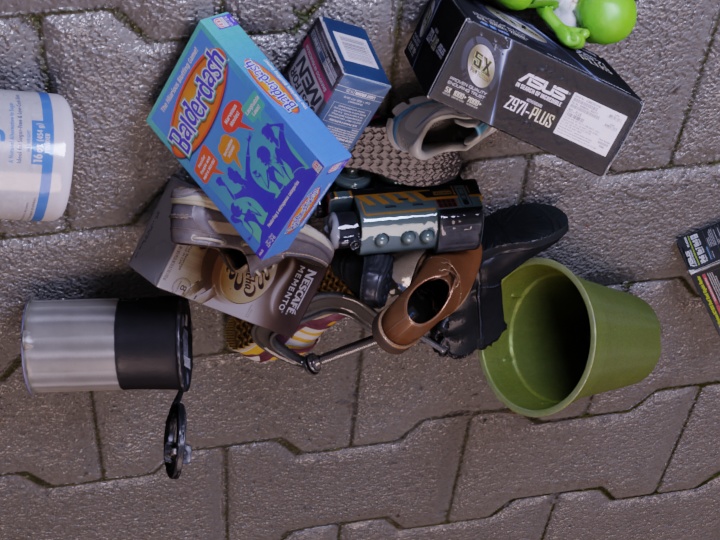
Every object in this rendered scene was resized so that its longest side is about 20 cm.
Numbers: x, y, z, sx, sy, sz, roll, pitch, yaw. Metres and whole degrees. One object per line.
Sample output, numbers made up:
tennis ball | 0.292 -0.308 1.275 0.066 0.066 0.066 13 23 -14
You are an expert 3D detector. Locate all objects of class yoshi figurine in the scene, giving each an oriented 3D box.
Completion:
yoshi figurine | 0.203 -0.279 1.545 0.200 0.112 0.112 20 126 -42

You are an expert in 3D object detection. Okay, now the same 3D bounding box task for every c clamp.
c clamp | -0.026 0.084 1.875 0.199 0.027 0.171 -17 139 33

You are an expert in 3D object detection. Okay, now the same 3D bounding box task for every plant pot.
plant pot | 0.287 0.089 2.020 0.190 0.201 0.200 5 142 -41

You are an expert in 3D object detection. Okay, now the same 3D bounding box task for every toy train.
toy train | 0.047 -0.068 1.759 0.199 0.114 0.085 -4 128 -14

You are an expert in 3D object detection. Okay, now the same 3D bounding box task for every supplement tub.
supplement tub | -0.393 -0.117 1.545 0.199 0.132 0.132 2 142 -22

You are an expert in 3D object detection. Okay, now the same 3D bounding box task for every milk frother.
milk frother | -0.294 0.138 1.848 0.187 0.201 0.181 -2 153 2

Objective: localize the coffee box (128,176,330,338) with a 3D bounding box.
coffee box | -0.144 -0.013 1.768 0.200 0.080 0.113 23 96 -38

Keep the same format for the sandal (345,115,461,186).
sandal | 0.015 -0.141 1.722 0.199 0.045 0.075 8 116 -7

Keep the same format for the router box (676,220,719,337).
router box | 0.516 0.000 2.057 0.149 0.062 0.200 -23 143 12

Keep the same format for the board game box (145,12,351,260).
board game box | -0.116 -0.133 1.563 0.045 0.200 0.152 -26 159 -45

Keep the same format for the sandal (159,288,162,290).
sandal | -0.159 -0.002 1.851 0.200 0.043 0.076 13 108 -32

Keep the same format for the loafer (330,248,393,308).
loafer | 0.000 0.000 1.802 0.070 0.201 0.068 10 101 -4

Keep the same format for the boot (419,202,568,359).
boot | 0.162 0.017 1.904 0.198 0.073 0.163 -20 132 -18

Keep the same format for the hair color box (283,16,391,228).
hair color box | -0.052 -0.151 1.613 0.060 0.100 0.200 11 129 -31

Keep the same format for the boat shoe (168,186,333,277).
boat shoe | -0.122 -0.030 1.675 0.199 0.074 0.074 19 172 -28

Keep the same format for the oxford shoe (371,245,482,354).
oxford shoe | 0.092 0.016 1.747 0.071 0.200 0.071 43 139 -5

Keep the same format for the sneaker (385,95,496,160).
sneaker | 0.130 -0.167 1.656 0.200 0.087 0.075 -28 119 -3

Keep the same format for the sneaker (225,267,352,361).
sneaker | -0.068 0.056 1.944 0.199 0.075 0.090 -22 150 24

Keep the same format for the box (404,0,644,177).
box | 0.158 -0.191 1.538 0.199 0.164 0.086 23 108 -14

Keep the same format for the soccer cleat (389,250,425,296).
soccer cleat | 0.098 0.030 1.957 0.086 0.070 0.200 -33 144 9
